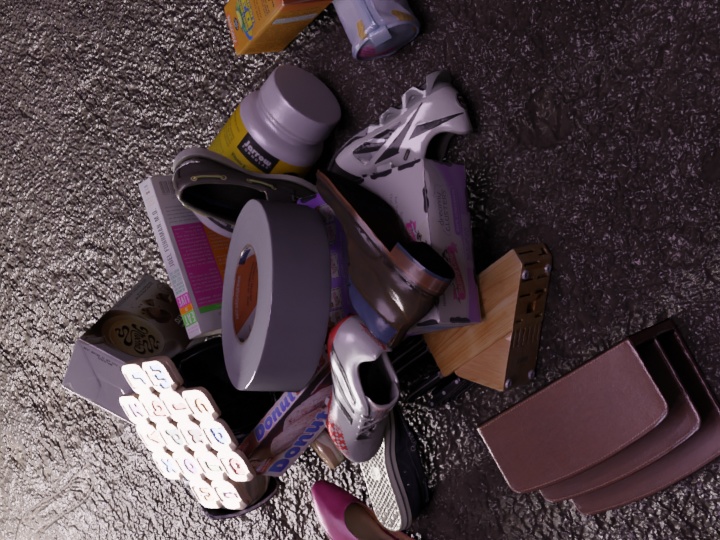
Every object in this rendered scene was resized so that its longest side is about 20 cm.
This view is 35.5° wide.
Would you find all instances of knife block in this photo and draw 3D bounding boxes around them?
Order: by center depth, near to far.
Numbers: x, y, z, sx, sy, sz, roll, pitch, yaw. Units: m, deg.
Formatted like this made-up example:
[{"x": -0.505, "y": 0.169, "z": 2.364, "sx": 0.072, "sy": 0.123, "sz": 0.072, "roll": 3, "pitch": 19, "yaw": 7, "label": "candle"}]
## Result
[{"x": 0.106, "y": 0.055, "z": 1.213, "sx": 0.174, "sy": 0.064, "sz": 0.202, "roll": 18, "pitch": 108, "yaw": 36, "label": "knife block"}]

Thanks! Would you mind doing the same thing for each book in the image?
[{"x": -0.188, "y": -0.023, "z": 1.401, "sx": 0.048, "sy": 0.133, "sz": 0.202, "roll": -25, "pitch": 80, "yaw": 39, "label": "book"}]

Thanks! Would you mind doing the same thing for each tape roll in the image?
[{"x": -0.093, "y": 0.028, "z": 1.197, "sx": 0.200, "sy": 0.065, "sz": 0.203, "roll": -174, "pitch": 90, "yaw": -69, "label": "tape roll"}]

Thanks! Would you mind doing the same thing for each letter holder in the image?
[{"x": 0.240, "y": 0.162, "z": 1.096, "sx": 0.200, "sy": 0.100, "sz": 0.143, "roll": -37, "pitch": 75, "yaw": 37, "label": "letter holder"}]

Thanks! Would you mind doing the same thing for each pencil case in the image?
[{"x": -0.005, "y": -0.332, "z": 1.234, "sx": 0.082, "sy": 0.091, "sz": 0.202, "roll": -22, "pitch": 82, "yaw": -3, "label": "pencil case"}]

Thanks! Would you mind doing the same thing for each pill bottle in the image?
[{"x": -0.116, "y": -0.140, "z": 1.336, "sx": 0.200, "sy": 0.114, "sz": 0.115, "roll": -48, "pitch": 67, "yaw": 34, "label": "pill bottle"}]

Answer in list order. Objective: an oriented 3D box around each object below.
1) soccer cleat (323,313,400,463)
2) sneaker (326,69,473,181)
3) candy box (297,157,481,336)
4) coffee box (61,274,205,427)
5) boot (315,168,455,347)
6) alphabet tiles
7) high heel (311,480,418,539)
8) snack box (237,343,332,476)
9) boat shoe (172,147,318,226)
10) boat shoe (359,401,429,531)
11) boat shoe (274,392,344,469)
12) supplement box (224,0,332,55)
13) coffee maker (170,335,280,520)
[{"x": 0.006, "y": 0.135, "z": 1.168, "sx": 0.085, "sy": 0.068, "sz": 0.202, "roll": 34, "pitch": 140, "yaw": 41, "label": "soccer cleat"}, {"x": 0.040, "y": -0.124, "z": 1.235, "sx": 0.200, "sy": 0.074, "sz": 0.089, "roll": -39, "pitch": 75, "yaw": 33, "label": "sneaker"}, {"x": 0.026, "y": -0.013, "z": 1.200, "sx": 0.199, "sy": 0.071, "sz": 0.170, "roll": -13, "pitch": 78, "yaw": 45, "label": "candy box"}, {"x": -0.277, "y": 0.098, "z": 1.432, "sx": 0.112, "sy": 0.200, "sz": 0.080, "roll": 27, "pitch": 116, "yaw": 3, "label": "coffee box"}, {"x": 0.000, "y": -0.015, "z": 1.122, "sx": 0.200, "sy": 0.074, "sz": 0.097, "roll": 46, "pitch": 116, "yaw": 34, "label": "boot"}, {"x": -0.199, "y": 0.187, "z": 1.284, "sx": 0.195, "sy": 0.015, "sz": 0.201, "roll": -12, "pitch": 110, "yaw": 50, "label": "alphabet tiles"}, {"x": 0.026, "y": 0.304, "z": 1.307, "sx": 0.200, "sy": 0.067, "sz": 0.096, "roll": 48, "pitch": 133, "yaw": 18, "label": "high heel"}, {"x": -0.064, "y": 0.159, "z": 1.255, "sx": 0.200, "sy": 0.071, "sz": 0.024, "roll": -50, "pitch": 48, "yaw": 26, "label": "snack box"}, {"x": -0.118, "y": -0.076, "z": 1.275, "sx": 0.072, "sy": 0.200, "sz": 0.061, "roll": -56, "pitch": 26, "yaw": 35, "label": "boat shoe"}, {"x": 0.034, "y": 0.195, "z": 1.280, "sx": 0.074, "sy": 0.062, "sz": 0.202, "roll": -1, "pitch": 107, "yaw": 51, "label": "boat shoe"}, {"x": -0.060, "y": 0.156, "z": 1.366, "sx": 0.200, "sy": 0.064, "sz": 0.072, "roll": 48, "pitch": 163, "yaw": 45, "label": "boat shoe"}, {"x": -0.096, "y": -0.303, "z": 1.274, "sx": 0.200, "sy": 0.068, "sz": 0.067, "roll": 163, "pitch": 92, "yaw": -70, "label": "supplement box"}, {"x": -0.183, "y": 0.179, "z": 1.383, "sx": 0.191, "sy": 0.135, "sz": 0.201, "roll": 32, "pitch": 142, "yaw": 22, "label": "coffee maker"}]
